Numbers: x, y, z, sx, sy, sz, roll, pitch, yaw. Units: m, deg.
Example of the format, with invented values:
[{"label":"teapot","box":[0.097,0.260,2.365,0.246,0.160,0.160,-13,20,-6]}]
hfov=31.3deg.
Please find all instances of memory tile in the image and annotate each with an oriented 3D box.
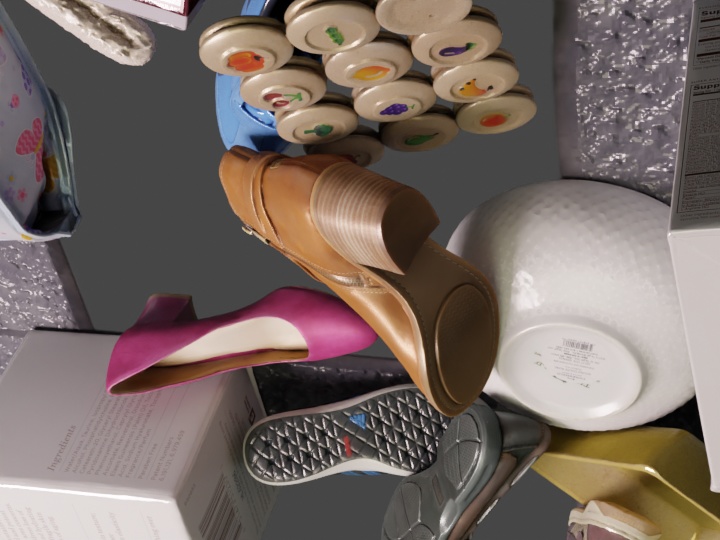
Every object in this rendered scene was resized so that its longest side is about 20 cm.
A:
[{"label":"memory tile","box":[0.012,-0.107,0.729,0.153,0.017,0.200,-13,160,17]}]

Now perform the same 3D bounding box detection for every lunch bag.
[{"label":"lunch bag","box":[-0.297,-0.094,0.857,0.169,0.127,0.200,1,142,18]}]

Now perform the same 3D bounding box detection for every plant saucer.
[{"label":"plant saucer","box":[0.233,0.167,0.930,0.200,0.048,0.200,36,166,-16]}]

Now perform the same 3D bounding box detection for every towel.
[{"label":"towel","box":[-0.205,-0.183,0.747,0.200,0.133,0.034,36,92,-15]}]

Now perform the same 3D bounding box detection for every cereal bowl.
[{"label":"cereal bowl","box":[0.144,0.040,0.860,0.200,0.083,0.200,11,136,11]}]

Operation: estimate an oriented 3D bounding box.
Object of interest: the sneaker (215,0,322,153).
[{"label":"sneaker","box":[-0.053,-0.124,0.778,0.066,0.078,0.200,23,137,-6]}]

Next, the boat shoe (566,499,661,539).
[{"label":"boat shoe","box":[0.184,0.223,0.987,0.072,0.065,0.200,28,165,11]}]

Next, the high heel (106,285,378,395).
[{"label":"high heel","box":[-0.090,0.061,0.955,0.200,0.096,0.067,6,134,15]}]

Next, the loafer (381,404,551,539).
[{"label":"loafer","box":[0.075,0.168,0.939,0.063,0.072,0.200,4,142,-21]}]

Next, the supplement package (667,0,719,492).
[{"label":"supplement package","box":[0.253,-0.018,0.679,0.147,0.200,0.191,-2,132,21]}]

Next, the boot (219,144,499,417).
[{"label":"boot","box":[0.000,0.000,0.823,0.155,0.074,0.200,19,144,42]}]

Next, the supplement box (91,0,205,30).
[{"label":"supplement box","box":[-0.089,-0.238,0.656,0.061,0.109,0.200,18,135,3]}]

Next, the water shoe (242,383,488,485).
[{"label":"water shoe","box":[0.008,0.125,1.013,0.200,0.079,0.072,-4,89,2]}]

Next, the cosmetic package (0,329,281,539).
[{"label":"cosmetic package","box":[-0.191,0.166,1.044,0.200,0.166,0.168,3,133,17]}]
